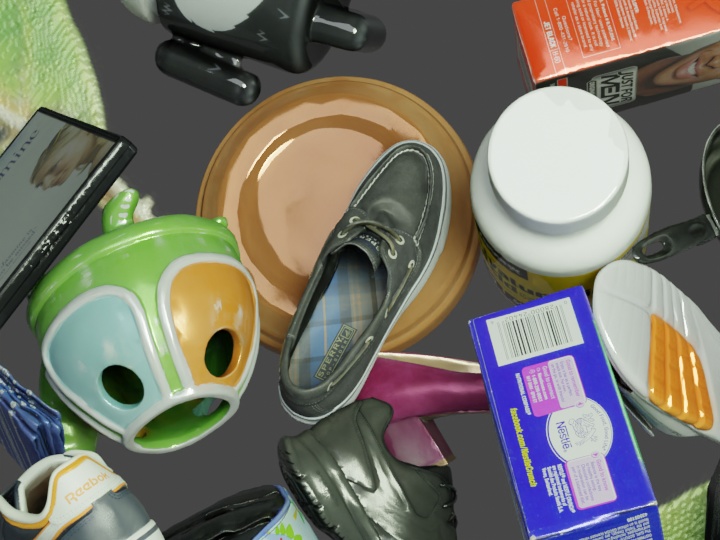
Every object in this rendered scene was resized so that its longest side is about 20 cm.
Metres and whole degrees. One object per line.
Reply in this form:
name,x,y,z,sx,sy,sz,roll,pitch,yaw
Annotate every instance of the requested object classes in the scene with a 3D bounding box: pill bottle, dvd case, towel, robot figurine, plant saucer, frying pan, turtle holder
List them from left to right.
towel,-0.246,0.063,1.194,0.024,0.145,0.200,-37,67,-18
dvd case,-0.221,-0.039,1.215,0.018,0.200,0.143,40,82,-25
turtle holder,-0.149,0.049,1.188,0.184,0.141,0.133,-26,66,7
robot figurine,-0.075,-0.206,1.256,0.198,0.125,0.151,20,61,11
plant saucer,-0.016,-0.038,1.254,0.198,0.037,0.202,-2,76,7
pill bottle,0.124,-0.042,1.152,0.110,0.200,0.113,-2,75,7
frying pan,0.240,-0.021,1.176,0.115,0.031,0.190,46,52,-7

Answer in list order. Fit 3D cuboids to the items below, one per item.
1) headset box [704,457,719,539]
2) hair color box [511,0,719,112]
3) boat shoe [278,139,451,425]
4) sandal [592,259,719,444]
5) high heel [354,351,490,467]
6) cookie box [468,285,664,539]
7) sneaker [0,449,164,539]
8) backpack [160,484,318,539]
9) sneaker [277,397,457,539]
headset box,0.245,0.199,1.077,0.092,0.200,0.176,3,76,8
hair color box,0.203,-0.158,1.222,0.198,0.102,0.062,-17,74,3
boat shoe,0.000,0.000,1.185,0.069,0.066,0.201,26,76,14
sandal,0.196,0.072,1.149,0.059,0.206,0.080,-17,47,44
high heel,0.085,0.053,1.203,0.199,0.067,0.097,-30,84,13
cookie box,0.129,0.143,1.077,0.074,0.201,0.172,-15,43,3
sneaker,-0.185,0.155,1.128,0.078,0.200,0.080,-35,93,-35
backpack,-0.097,0.231,1.127,0.199,0.183,0.148,-35,97,-1
sneaker,0.032,0.170,1.160,0.090,0.076,0.201,-33,97,-13
